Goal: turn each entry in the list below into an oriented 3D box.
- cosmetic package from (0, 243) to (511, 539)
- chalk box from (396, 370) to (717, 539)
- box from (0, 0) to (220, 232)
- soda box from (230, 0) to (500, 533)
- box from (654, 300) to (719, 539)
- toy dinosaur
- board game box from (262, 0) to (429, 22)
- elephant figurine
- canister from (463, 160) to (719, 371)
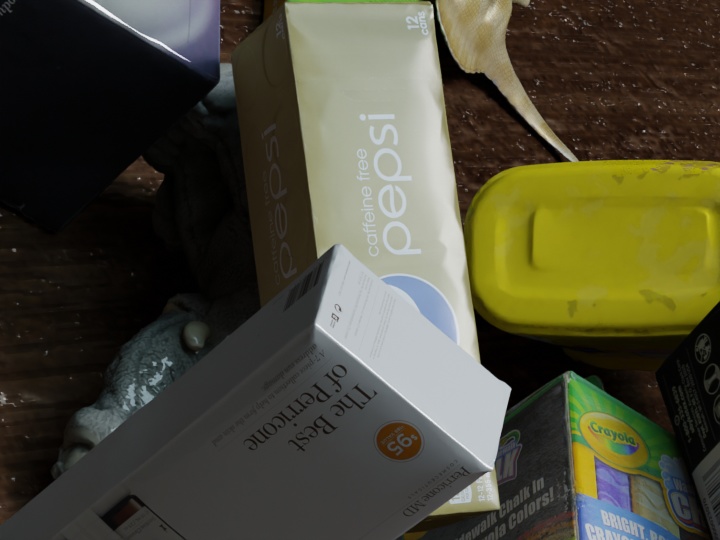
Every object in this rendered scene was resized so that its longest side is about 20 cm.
[{"bbox_3d":[-0.046,0.082,0.864,0.083,0.200,0.051,38,34,-18],"label":"cosmetic package"},{"bbox_3d":[0.093,0.138,1.048,0.124,0.124,0.200,32,39,-26],"label":"chalk box"},{"bbox_3d":[-0.166,-0.158,1.029,0.198,0.123,0.200,30,39,-31],"label":"box"},{"bbox_3d":[0.000,0.000,0.947,0.064,0.068,0.200,-3,79,-23],"label":"soda box"},{"bbox_3d":[0.246,0.067,1.043,0.200,0.106,0.122,4,54,-26],"label":"box"},{"bbox_3d":[0.062,-0.141,1.355,0.200,0.058,0.101,56,29,-34],"label":"toy dinosaur"},{"bbox_3d":[-0.007,-0.093,1.242,0.095,0.030,0.200,32,34,-26],"label":"board game box"},{"bbox_3d":[-0.036,0.026,1.026,0.142,0.155,0.200,80,8,-59],"label":"elephant figurine"},{"bbox_3d":[0.142,0.000,1.168,0.200,0.148,0.087,16,74,-70],"label":"canister"}]
